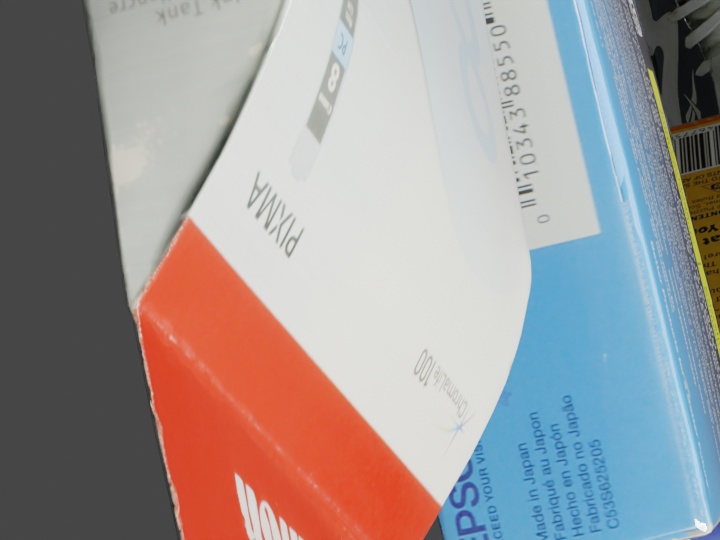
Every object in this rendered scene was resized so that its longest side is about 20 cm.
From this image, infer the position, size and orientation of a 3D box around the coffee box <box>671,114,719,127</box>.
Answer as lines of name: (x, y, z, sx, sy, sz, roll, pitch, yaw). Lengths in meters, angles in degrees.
coffee box: (0.226, -0.030, 1.306, 0.114, 0.199, 0.080, -81, 154, -65)

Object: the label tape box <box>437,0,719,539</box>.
label tape box: (0.050, -0.004, 0.762, 0.200, 0.066, 0.144, 2, 74, -81)

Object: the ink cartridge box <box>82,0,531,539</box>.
ink cartridge box: (0.000, 0.000, 0.542, 0.160, 0.047, 0.201, 53, 22, -63)

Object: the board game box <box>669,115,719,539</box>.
board game box: (0.197, 0.062, 1.043, 0.200, 0.199, 0.201, -82, 155, -62)

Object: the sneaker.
sneaker: (0.168, -0.142, 1.455, 0.130, 0.079, 0.200, 67, 13, -56)
